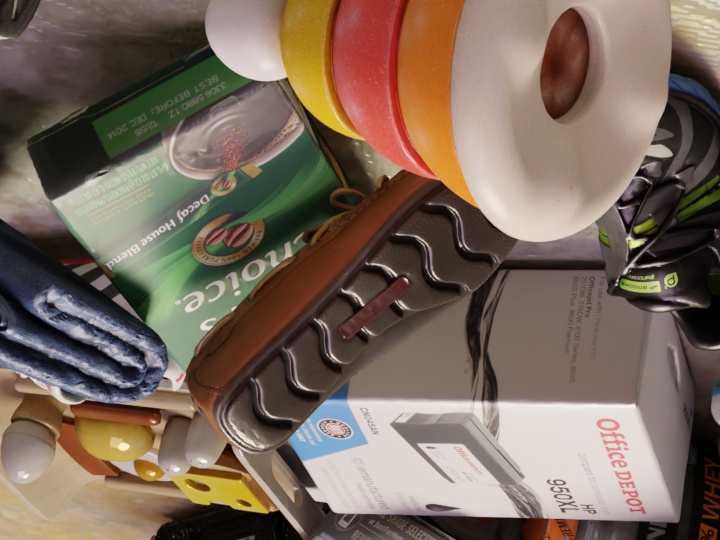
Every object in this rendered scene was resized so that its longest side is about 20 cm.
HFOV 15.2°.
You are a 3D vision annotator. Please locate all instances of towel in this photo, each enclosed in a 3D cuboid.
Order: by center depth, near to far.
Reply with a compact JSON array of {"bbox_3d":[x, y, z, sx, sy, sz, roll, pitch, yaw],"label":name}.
[{"bbox_3d":[-0.184,0.002,1.319,0.112,0.049,0.200,30,-179,-45],"label":"towel"}]

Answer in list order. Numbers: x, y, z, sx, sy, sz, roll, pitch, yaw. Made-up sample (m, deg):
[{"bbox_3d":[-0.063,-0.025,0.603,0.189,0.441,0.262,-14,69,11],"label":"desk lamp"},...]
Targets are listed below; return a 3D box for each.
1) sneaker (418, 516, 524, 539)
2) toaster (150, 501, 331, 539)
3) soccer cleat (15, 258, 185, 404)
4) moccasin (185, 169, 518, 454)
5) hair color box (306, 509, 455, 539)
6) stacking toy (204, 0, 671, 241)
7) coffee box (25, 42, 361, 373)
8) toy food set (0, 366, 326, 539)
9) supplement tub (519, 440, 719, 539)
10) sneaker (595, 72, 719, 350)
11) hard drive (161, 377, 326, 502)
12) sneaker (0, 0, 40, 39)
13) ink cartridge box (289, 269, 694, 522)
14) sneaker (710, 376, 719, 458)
[{"bbox_3d":[0.105,0.170,1.637,0.200,0.078,0.112,29,152,-12],"label":"sneaker"},{"bbox_3d":[-0.046,0.235,1.683,0.119,0.181,0.200,27,149,-35],"label":"toaster"},{"bbox_3d":[-0.172,0.031,1.439,0.200,0.085,0.069,-4,149,23],"label":"soccer cleat"},{"bbox_3d":[0.001,0.001,1.270,0.201,0.078,0.074,-45,127,5],"label":"moccasin"},{"bbox_3d":[0.062,0.213,1.558,0.109,0.065,0.200,26,162,51],"label":"hair color box"},{"bbox_3d":[0.018,-0.098,1.137,0.200,0.146,0.146,13,159,37],"label":"stacking toy"},{"bbox_3d":[-0.064,-0.025,1.293,0.123,0.044,0.200,-27,145,2],"label":"coffee box"},{"bbox_3d":[-0.128,0.119,1.558,0.200,0.060,0.144,6,152,27],"label":"toy food set"},{"bbox_3d":[0.195,0.160,1.524,0.200,0.123,0.123,11,152,-4],"label":"supplement tub"},{"bbox_3d":[0.140,-0.027,1.237,0.071,0.083,0.200,-7,147,28],"label":"sneaker"},{"bbox_3d":[-0.074,0.076,1.541,0.132,0.027,0.200,6,152,20],"label":"hard drive"},{"bbox_3d":[-0.208,-0.165,1.112,0.090,0.078,0.200,-3,145,38],"label":"sneaker"},{"bbox_3d":[0.067,0.067,1.431,0.200,0.084,0.145,0,150,17],"label":"ink cartridge box"},{"bbox_3d":[0.229,0.069,1.403,0.087,0.075,0.200,14,152,3],"label":"sneaker"}]
